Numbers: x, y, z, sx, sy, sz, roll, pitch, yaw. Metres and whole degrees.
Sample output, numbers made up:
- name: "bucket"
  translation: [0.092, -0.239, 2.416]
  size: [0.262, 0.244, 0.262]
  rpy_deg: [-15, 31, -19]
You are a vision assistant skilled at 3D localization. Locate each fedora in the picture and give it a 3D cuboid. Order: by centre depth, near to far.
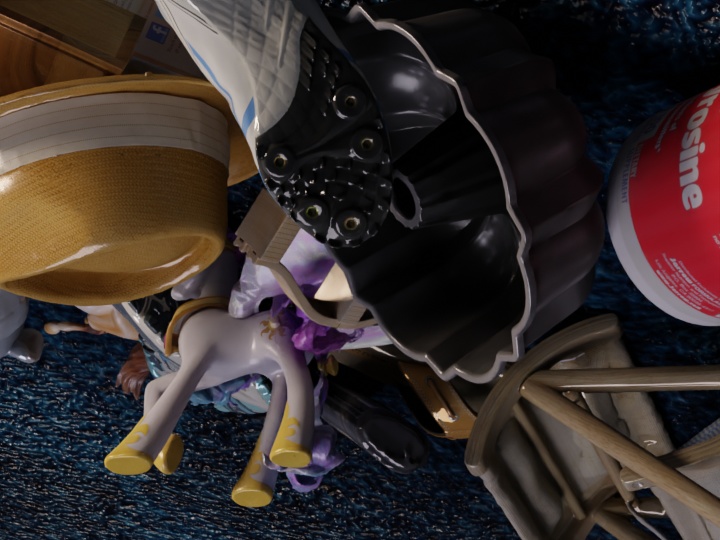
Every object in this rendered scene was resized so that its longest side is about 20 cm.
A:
- name: "fedora"
  translation: [-0.133, -0.034, 1.288]
  size: [0.201, 0.082, 0.201]
  rpy_deg: [-8, 161, -3]

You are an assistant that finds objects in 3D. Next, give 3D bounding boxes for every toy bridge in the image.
- name: "toy bridge"
  translation: [0.000, 0.000, 1.393]
  size: [0.027, 0.067, 0.200]
  rpy_deg: [43, -161, 33]

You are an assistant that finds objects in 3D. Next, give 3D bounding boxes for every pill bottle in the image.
- name: "pill bottle"
  translation: [0.213, -0.046, 1.158]
  size: [0.112, 0.112, 0.200]
  rpy_deg: [30, 154, -21]

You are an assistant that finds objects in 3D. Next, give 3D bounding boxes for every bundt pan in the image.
- name: "bundt pan"
  translation: [0.050, -0.048, 1.242]
  size: [0.202, 0.076, 0.202]
  rpy_deg: [40, 143, 39]

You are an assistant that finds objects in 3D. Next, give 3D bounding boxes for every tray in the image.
- name: "tray"
  translation: [-0.185, -0.097, 1.325]
  size: [0.099, 0.037, 0.200]
  rpy_deg: [24, 154, -7]

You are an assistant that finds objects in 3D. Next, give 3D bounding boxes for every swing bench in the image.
- name: "swing bench"
  translation: [0.195, 0.131, 1.538]
  size: [0.200, 0.130, 0.199]
  rpy_deg: [14, 157, 28]

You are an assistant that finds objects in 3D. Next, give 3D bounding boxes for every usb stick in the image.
- name: "usb stick"
  translation: [0.002, 0.099, 1.649]
  size: [0.055, 0.033, 0.200]
  rpy_deg: [34, 178, -12]

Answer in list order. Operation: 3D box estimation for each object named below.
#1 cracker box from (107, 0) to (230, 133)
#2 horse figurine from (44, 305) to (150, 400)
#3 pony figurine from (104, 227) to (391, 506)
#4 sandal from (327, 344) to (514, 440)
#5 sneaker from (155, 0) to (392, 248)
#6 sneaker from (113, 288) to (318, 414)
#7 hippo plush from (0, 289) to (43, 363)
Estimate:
- name: "cracker box"
  translation: [-0.158, -0.122, 1.365]
  size: [0.200, 0.058, 0.134]
  rpy_deg: [21, 155, -3]
- name: "horse figurine"
  translation: [-0.191, 0.010, 1.681]
  size: [0.133, 0.050, 0.200]
  rpy_deg: [-6, 139, 50]
- name: "pony figurine"
  translation: [-0.053, 0.039, 1.503]
  size: [0.193, 0.200, 0.167]
  rpy_deg: [-3, 143, 14]
- name: "sandal"
  translation: [0.047, 0.078, 1.627]
  size: [0.200, 0.054, 0.080]
  rpy_deg: [18, 156, 6]
- name: "sneaker"
  translation: [-0.043, -0.104, 1.221]
  size: [0.200, 0.072, 0.072]
  rpy_deg: [60, -175, -3]
- name: "sneaker"
  translation: [-0.117, 0.047, 1.637]
  size: [0.086, 0.078, 0.200]
  rpy_deg: [-15, 142, 33]
- name: "hippo plush"
  translation: [-0.276, 0.054, 1.581]
  size: [0.159, 0.161, 0.200]
  rpy_deg: [60, 154, 22]
